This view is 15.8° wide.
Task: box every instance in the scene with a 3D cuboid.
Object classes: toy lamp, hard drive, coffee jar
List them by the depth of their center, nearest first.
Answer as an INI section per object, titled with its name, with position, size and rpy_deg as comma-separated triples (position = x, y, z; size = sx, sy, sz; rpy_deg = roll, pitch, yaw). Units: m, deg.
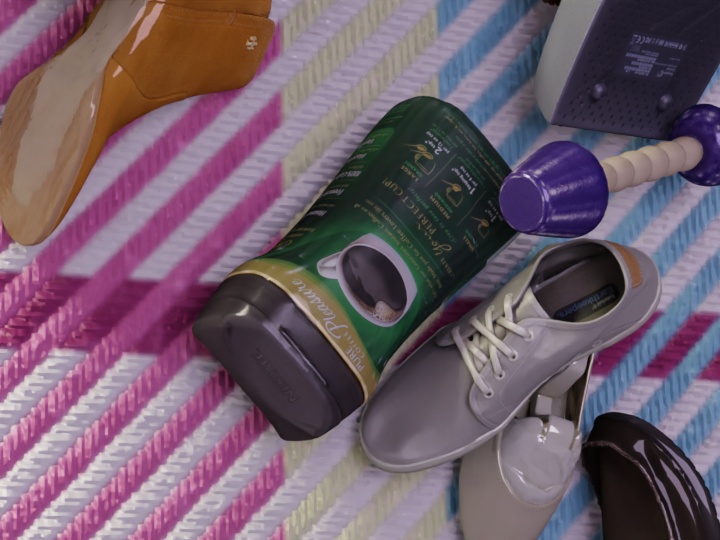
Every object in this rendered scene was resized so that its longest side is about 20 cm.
[coffee jar]
position = 0.000, 0.000, 1.472
size = 0.200, 0.085, 0.104
rpy_deg = -46, 104, -25
[toy lamp]
position = 0.151, -0.058, 1.508
size = 0.199, 0.058, 0.059
rpy_deg = -21, 90, -48
[hard drive]
position = 0.183, -0.176, 1.542
size = 0.134, 0.042, 0.201
rpy_deg = 4, 119, -45

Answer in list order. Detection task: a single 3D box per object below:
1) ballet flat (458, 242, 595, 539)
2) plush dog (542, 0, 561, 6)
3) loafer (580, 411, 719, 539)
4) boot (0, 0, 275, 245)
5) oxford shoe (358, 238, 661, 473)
[ballet flat]
position = 0.107, 0.075, 1.519
size = 0.069, 0.069, 0.201
rpy_deg = 19, 73, -21
[plush dog]
position = 0.151, -0.253, 1.570
size = 0.200, 0.160, 0.172
rpy_deg = -45, 126, -23
[loafer]
position = 0.175, 0.181, 1.527
size = 0.071, 0.073, 0.201
rpy_deg = -24, 92, -28
[boot]
position = -0.117, -0.105, 1.446
size = 0.144, 0.071, 0.202
rpy_deg = 5, 106, -49
[oxford shoe]
position = 0.080, 0.043, 1.478
size = 0.199, 0.058, 0.075
rpy_deg = -33, 63, 5
